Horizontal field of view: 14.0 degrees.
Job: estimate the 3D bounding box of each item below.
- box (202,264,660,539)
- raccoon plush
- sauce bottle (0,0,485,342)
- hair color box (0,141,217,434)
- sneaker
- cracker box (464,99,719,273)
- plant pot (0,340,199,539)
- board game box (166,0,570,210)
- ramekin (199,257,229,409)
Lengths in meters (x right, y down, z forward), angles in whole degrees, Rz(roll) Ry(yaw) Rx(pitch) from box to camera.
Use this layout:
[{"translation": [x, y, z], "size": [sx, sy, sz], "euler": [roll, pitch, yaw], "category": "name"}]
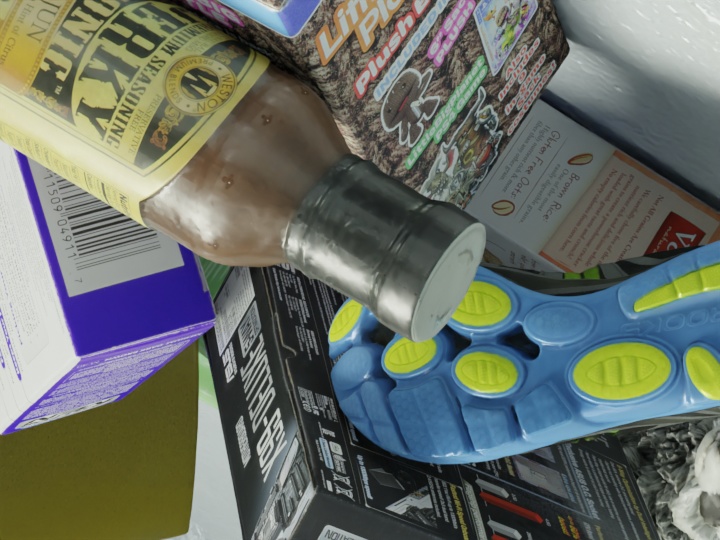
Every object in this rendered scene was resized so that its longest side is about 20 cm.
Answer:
[{"translation": [0.029, 0.074, 1.084], "size": [0.157, 0.050, 0.200], "euler": [23, -158, -20], "category": "box"}, {"translation": [0.171, 0.098, 1.335], "size": [0.133, 0.097, 0.200], "euler": [20, -179, 22], "category": "raccoon plush"}, {"translation": [-0.054, -0.044, 0.885], "size": [0.199, 0.065, 0.065], "euler": [29, 168, 18], "category": "sauce bottle"}, {"translation": [-0.120, -0.005, 1.197], "size": [0.200, 0.064, 0.110], "euler": [147, 107, -70], "category": "hair color box"}, {"translation": [0.081, 0.029, 0.994], "size": [0.198, 0.071, 0.083], "euler": [-8, 168, 24], "category": "sneaker"}, {"translation": [0.046, -0.033, 1.158], "size": [0.199, 0.058, 0.134], "euler": [32, 170, 11], "category": "cracker box"}, {"translation": [-0.191, 0.020, 1.411], "size": [0.199, 0.177, 0.200], "euler": [25, -162, 30], "category": "plant pot"}, {"translation": [-0.037, -0.111, 0.965], "size": [0.159, 0.097, 0.200], "euler": [30, 168, 23], "category": "board game box"}, {"translation": [-0.100, -0.011, 1.581], "size": [0.199, 0.098, 0.200], "euler": [34, 169, 7], "category": "ramekin"}]
